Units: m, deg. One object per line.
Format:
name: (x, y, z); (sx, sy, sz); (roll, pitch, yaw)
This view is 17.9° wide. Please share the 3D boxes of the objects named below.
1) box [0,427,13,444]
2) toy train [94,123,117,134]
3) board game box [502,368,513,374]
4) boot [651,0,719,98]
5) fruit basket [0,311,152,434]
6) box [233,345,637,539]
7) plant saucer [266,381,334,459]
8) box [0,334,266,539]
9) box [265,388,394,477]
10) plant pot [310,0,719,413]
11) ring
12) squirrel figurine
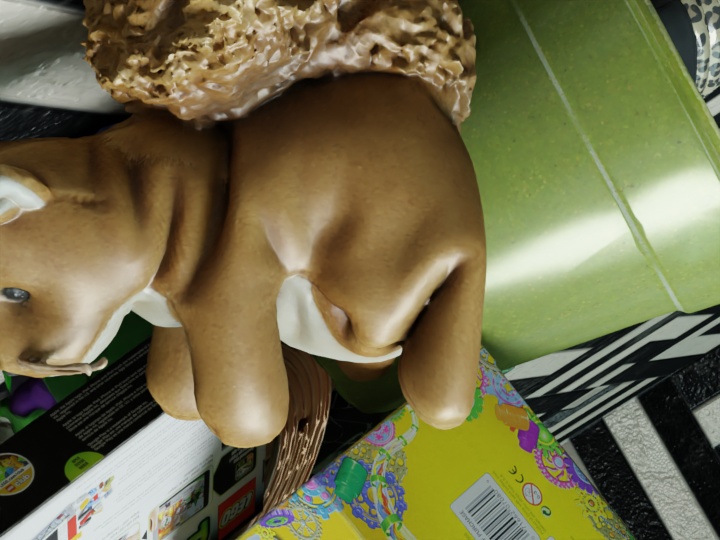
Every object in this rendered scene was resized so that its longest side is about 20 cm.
box: (-0.226, 0.137, 1.318); (0.082, 0.069, 0.200); (-31, 168, 9)
toy train: (-0.152, -0.024, 0.917); (0.200, 0.034, 0.046); (-21, 154, -35)
board game box: (0.000, 0.000, 1.112); (0.023, 0.105, 0.200); (-37, 155, 22)
boot: (0.117, -0.065, 1.214); (0.153, 0.074, 0.204); (-26, 150, -26)
fruit basket: (-0.147, 0.094, 1.080); (0.215, 0.156, 0.216); (-32, 164, -10)
box: (0.026, 0.175, 0.936); (0.122, 0.200, 0.193); (-35, 174, -46)
plant saucer: (-0.105, 0.079, 1.266); (0.200, 0.032, 0.200); (-25, -160, 10)
box: (-0.115, 0.104, 0.883); (0.200, 0.035, 0.110); (-37, 147, -36)
box: (-0.013, 0.139, 1.226); (0.182, 0.104, 0.200); (-20, -155, 16)
plant pot: (0.056, -0.033, 0.972); (0.190, 0.200, 0.200); (-29, 169, 8)
ring: (-0.085, 0.103, 0.994); (0.200, 0.019, 0.201); (-39, 148, -30)
squirrel figurine: (-0.056, -0.040, 0.812); (0.186, 0.201, 0.142); (4, -168, -13)
